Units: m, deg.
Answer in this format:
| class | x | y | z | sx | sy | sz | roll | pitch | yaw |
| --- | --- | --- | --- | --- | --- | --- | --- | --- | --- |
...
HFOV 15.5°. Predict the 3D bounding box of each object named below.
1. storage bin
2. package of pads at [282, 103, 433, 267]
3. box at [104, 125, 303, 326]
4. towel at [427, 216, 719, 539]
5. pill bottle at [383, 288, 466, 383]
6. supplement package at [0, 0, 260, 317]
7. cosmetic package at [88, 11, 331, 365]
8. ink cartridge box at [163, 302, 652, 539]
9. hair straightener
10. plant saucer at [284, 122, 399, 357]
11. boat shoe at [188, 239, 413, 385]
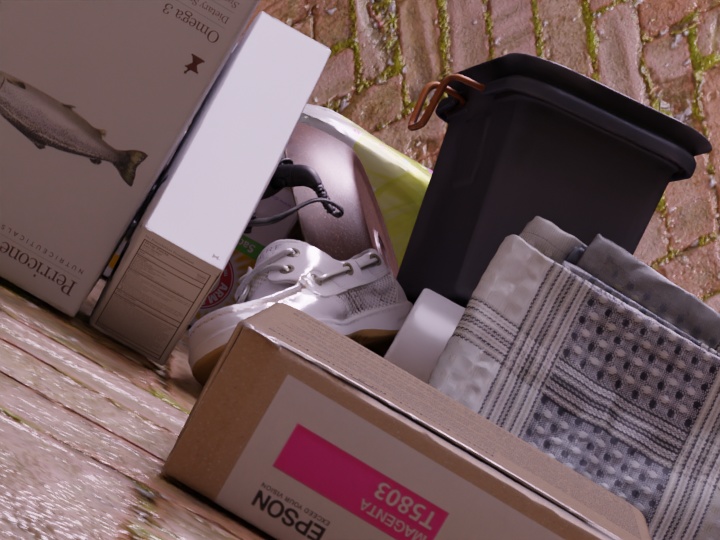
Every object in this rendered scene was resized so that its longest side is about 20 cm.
| class | x | y | z | sx | sy | sz | roll | pitch | yaw |
| --- | --- | --- | --- | --- | --- | --- | --- | --- | --- |
| storage bin | 0.087 | -0.034 | 1.495 | 0.145 | 0.135 | 0.200 | 25 | -7 | -12 |
| package of pads | 0.003 | -0.005 | 1.752 | 0.200 | 0.155 | 0.068 | 29 | 4 | -17 |
| box | -0.135 | -0.047 | 1.641 | 0.200 | 0.101 | 0.112 | 30 | 3 | 4 |
| towel | 0.126 | 0.083 | 1.334 | 0.192 | 0.200 | 0.035 | 30 | -31 | 2 |
| pill bottle | 0.098 | 0.097 | 1.405 | 0.200 | 0.114 | 0.114 | 30 | 3 | 1 |
| supplement package | -0.147 | -0.093 | 1.382 | 0.117 | 0.200 | 0.117 | 29 | 3 | -7 |
| cosmetic package | -0.079 | -0.048 | 1.410 | 0.051 | 0.083 | 0.200 | 31 | 41 | -7 |
| ink cartridge box | 0.025 | 0.096 | 1.138 | 0.200 | 0.075 | 0.165 | 31 | 5 | 3 |
| hair straightener | -0.108 | -0.030 | 1.505 | 0.200 | 0.041 | 0.077 | 2 | 39 | 13 |
| plant saucer | 0.000 | 0.000 | 1.598 | 0.200 | 0.037 | 0.201 | -17 | 90 | -85 |
| boat shoe | -0.039 | 0.018 | 1.424 | 0.200 | 0.071 | 0.069 | -5 | 72 | -64 |
